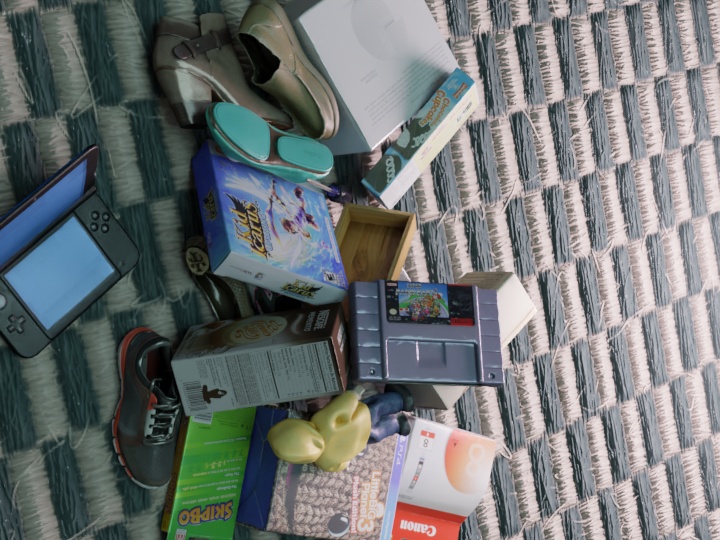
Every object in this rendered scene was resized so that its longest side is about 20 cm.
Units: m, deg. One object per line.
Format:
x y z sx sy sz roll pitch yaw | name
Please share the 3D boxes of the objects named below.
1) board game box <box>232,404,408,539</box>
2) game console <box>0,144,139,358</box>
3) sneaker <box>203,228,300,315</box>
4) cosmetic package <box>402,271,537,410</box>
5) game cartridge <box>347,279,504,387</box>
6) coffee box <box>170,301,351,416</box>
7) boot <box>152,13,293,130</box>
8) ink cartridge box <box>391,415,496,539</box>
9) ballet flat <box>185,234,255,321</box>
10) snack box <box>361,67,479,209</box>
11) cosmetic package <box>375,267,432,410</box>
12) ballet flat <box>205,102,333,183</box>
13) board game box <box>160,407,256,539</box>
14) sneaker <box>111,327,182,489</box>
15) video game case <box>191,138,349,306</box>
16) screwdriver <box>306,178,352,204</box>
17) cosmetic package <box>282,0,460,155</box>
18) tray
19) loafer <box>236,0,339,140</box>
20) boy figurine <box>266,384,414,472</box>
-0.053 0.271 1.730 0.200 0.097 0.160 14 82 -35 | board game box
-0.346 -0.019 1.505 0.200 0.118 0.171 -45 114 -26 | game console
-0.121 0.005 1.686 0.080 0.086 0.200 -42 113 -29 | sneaker
0.129 0.090 1.729 0.200 0.103 0.073 -45 113 -25 | cosmetic package
0.083 0.078 1.632 0.200 0.038 0.130 3 77 -21 | game cartridge
-0.117 0.108 1.601 0.200 0.114 0.080 -9 110 9 | coffee box
-0.173 -0.252 1.665 0.200 0.070 0.146 -2 81 -46 | boot
0.105 0.321 1.875 0.162 0.050 0.200 19 76 -34 | ink cartridge box
-0.171 0.045 1.666 0.046 0.067 0.200 -45 121 -36 | ballet flat
0.084 -0.176 1.779 0.037 0.116 0.200 40 90 10 | snack box
0.045 0.088 1.795 0.090 0.107 0.200 -46 113 -27 | cosmetic package
-0.127 -0.151 1.638 0.200 0.070 0.067 19 61 -39 | ballet flat
-0.194 0.256 1.672 0.095 0.030 0.200 15 79 -34 | board game box
-0.254 0.171 1.593 0.077 0.082 0.200 -9 95 -35 | sneaker
-0.114 -0.058 1.647 0.181 0.045 0.200 18 40 -34 | video game case
-0.047 -0.109 1.708 0.028 0.029 0.200 -53 163 6 | screwdriver
-0.003 -0.290 1.748 0.199 0.123 0.200 -42 113 -29 | cosmetic package
0.000 0.000 1.711 0.037 0.098 0.200 83 21 -48 | tray
-0.098 -0.243 1.653 0.067 0.076 0.200 -43 112 -31 | loafer
-0.027 0.205 1.649 0.200 0.064 0.125 -16 127 -31 | boy figurine
